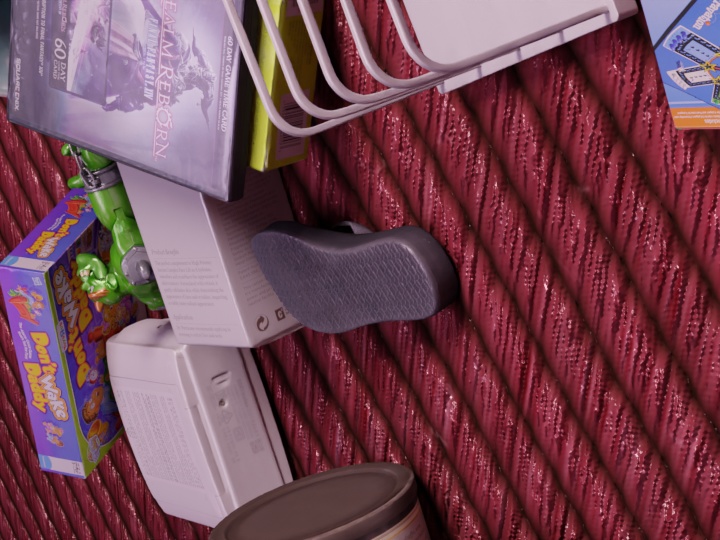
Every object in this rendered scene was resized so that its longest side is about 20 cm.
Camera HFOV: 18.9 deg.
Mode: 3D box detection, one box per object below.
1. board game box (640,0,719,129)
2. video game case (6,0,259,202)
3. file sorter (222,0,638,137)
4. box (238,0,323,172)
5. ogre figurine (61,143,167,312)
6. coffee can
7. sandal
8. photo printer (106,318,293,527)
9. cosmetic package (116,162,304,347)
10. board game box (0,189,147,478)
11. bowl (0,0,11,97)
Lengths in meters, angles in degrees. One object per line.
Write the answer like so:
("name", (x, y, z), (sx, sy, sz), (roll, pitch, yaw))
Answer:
("board game box", (0.186, -0.112, 0.922), (0.200, 0.019, 0.104), (7, 115, 63))
("video game case", (-0.147, -0.138, 1.358), (0.199, 0.019, 0.144), (21, 115, 35))
("file sorter", (0.019, -0.157, 1.099), (0.200, 0.124, 0.140), (-15, 97, 66))
("box", (-0.115, -0.150, 1.370), (0.199, 0.048, 0.123), (22, 116, 34))
("ogre figurine", (-0.168, -0.037, 1.601), (0.200, 0.097, 0.121), (133, 120, -67))
("coffee can", (-0.004, 0.251, 1.469), (0.146, 0.146, 0.201), (4, 114, 63))
("sandal", (0.000, 0.001, 1.387), (0.199, 0.043, 0.077), (5, 123, 53))
("photo printer", (-0.133, 0.119, 1.717), (0.200, 0.069, 0.168), (-1, 109, 65))
("cosmetic package", (-0.106, -0.050, 1.499), (0.101, 0.074, 0.201), (1, 111, 52))
("board game box", (-0.228, 0.049, 1.773), (0.044, 0.135, 0.201), (8, 125, 22))
("bowl", (-0.223, -0.223, 1.498), (0.201, 0.199, 0.106), (102, 159, -52))
